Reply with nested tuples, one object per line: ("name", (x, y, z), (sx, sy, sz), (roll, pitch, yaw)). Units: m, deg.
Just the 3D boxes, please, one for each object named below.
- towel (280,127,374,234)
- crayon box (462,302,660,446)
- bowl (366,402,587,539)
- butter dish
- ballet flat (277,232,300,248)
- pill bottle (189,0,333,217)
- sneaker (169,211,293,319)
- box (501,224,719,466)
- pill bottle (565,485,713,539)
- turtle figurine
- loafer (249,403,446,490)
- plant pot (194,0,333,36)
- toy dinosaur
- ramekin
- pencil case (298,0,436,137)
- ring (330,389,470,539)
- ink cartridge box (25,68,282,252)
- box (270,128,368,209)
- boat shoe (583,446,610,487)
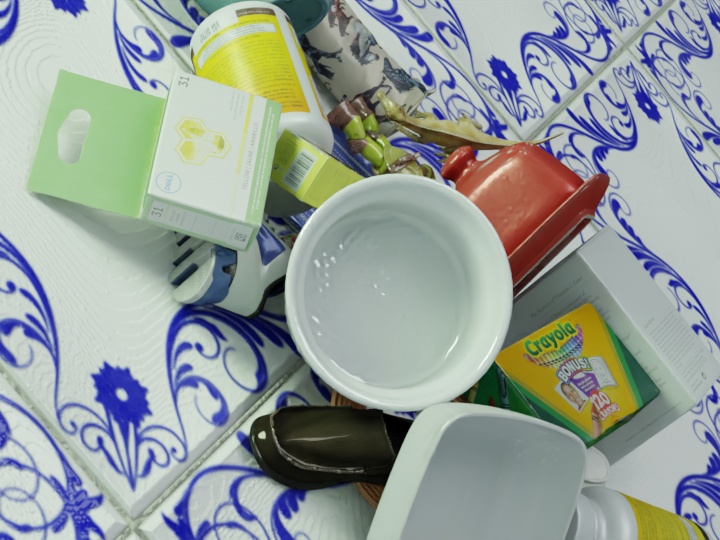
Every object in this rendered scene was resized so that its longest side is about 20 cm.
("towel", (-0.008, -0.066, 1.831), (0.145, 0.024, 0.201), (42, 32, -11))
("crayon box", (0.196, 0.117, 1.736), (0.119, 0.058, 0.199), (52, 37, 11))
("bowl", (0.090, 0.209, 1.538), (0.199, 0.202, 0.074), (17, 6, -40))
("butter dish", (0.142, -0.065, 1.825), (0.148, 0.200, 0.199), (46, 10, 8))
("ballet flat", (0.000, 0.000, 1.654), (0.198, 0.064, 0.076), (20, 49, 4))
("pill bottle", (-0.092, -0.155, 1.733), (0.109, 0.109, 0.202), (14, 46, -44))
("sneaker", (-0.111, -0.032, 1.622), (0.115, 0.080, 0.201), (31, 43, -35))
("box", (0.255, 0.083, 1.883), (0.201, 0.152, 0.106), (53, 32, 4))
("pill bottle", (0.245, 0.271, 1.712), (0.199, 0.111, 0.112), (24, 40, -37))
("turtle figurine", (0.026, -0.103, 1.833), (0.162, 0.064, 0.200), (50, 34, 5))
("loafer", (-0.005, 0.143, 1.545), (0.198, 0.071, 0.074), (5, 55, -35))
("plant pot", (-0.095, -0.313, 1.824), (0.199, 0.199, 0.136), (5, 60, -49))
("toy dinosaur", (0.105, -0.140, 1.876), (0.198, 0.059, 0.101), (12, 2, -6))
("ramekin", (0.026, 0.023, 1.558), (0.201, 0.200, 0.098), (48, -12, -3))
("pencil case", (-0.012, -0.238, 1.950), (0.200, 0.078, 0.089), (50, 56, -1))
("ring", (0.055, 0.160, 1.646), (0.199, 0.019, 0.202), (21, 48, -26))
("ink cartridge box", (-0.175, -0.108, 1.546), (0.198, 0.048, 0.147), (17, 52, -12))
("box", (-0.001, -0.062, 1.664), (0.075, 0.050, 0.199), (36, 3, 42))
("boat shoe", (0.191, 0.175, 1.784), (0.199, 0.069, 0.071), (22, 41, -38))
